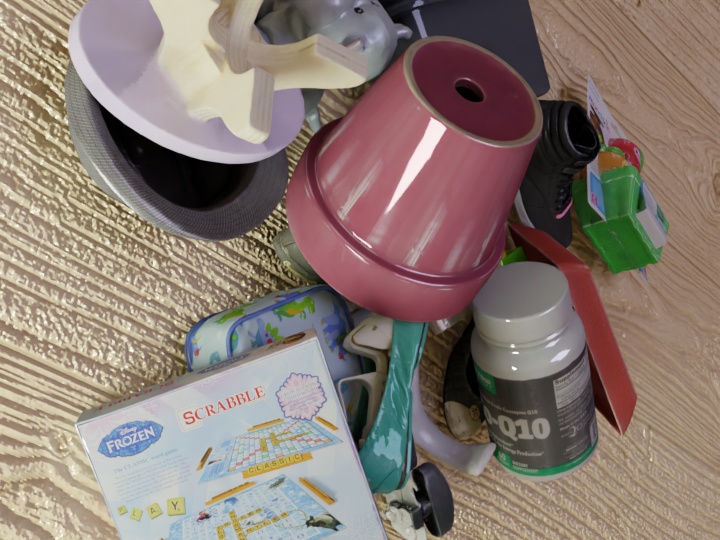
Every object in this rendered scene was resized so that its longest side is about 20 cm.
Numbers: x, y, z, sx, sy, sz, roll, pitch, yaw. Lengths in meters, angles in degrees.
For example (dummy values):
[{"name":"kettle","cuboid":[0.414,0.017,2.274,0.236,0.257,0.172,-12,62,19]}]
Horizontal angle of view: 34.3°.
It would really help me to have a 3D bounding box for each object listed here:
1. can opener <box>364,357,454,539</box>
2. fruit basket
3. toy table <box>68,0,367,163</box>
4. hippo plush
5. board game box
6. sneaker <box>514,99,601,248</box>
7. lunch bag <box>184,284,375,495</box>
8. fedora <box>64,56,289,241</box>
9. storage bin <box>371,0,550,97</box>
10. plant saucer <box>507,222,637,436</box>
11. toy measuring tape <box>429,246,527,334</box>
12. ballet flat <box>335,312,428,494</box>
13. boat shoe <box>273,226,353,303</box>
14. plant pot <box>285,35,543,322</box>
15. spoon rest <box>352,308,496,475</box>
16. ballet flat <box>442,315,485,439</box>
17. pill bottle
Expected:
[{"name":"can opener","cuboid":[0.037,0.166,1.105,0.066,0.052,0.202,-28,114,-33]},{"name":"fruit basket","cuboid":[0.319,-0.110,1.421,0.185,0.093,0.202,47,44,-42]},{"name":"toy table","cuboid":[-0.102,-0.163,0.873,0.199,0.117,0.186,7,70,-38]},{"name":"hippo plush","cuboid":[-0.055,-0.195,1.013,0.159,0.160,0.202,-30,104,-43]},{"name":"board game box","cuboid":[-0.095,0.173,0.920,0.198,0.041,0.201,-19,100,-3]},{"name":"sneaker","cuboid":[0.222,-0.103,1.291,0.071,0.098,0.201,-50,127,-39]},{"name":"lunch bag","cuboid":[-0.059,0.121,1.018,0.160,0.082,0.202,-23,100,-43]},{"name":"fedora","cuboid":[-0.162,-0.105,0.941,0.200,0.090,0.177,49,50,-13]},{"name":"storage bin","cuboid":[0.088,-0.211,1.164,0.199,0.145,0.136,-22,94,-37]},{"name":"plant saucer","cuboid":[0.231,0.051,1.253,0.036,0.200,0.201,-24,106,-1]},{"name":"toy measuring tape","cuboid":[0.108,0.023,1.201,0.200,0.073,0.074,-33,107,-47]},{"name":"ballet flat","cuboid":[0.016,0.088,1.005,0.070,0.067,0.202,17,66,-21]},{"name":"boat shoe","cuboid":[0.000,-0.003,1.111,0.201,0.060,0.073,28,56,-47]},{"name":"plant pot","cuboid":[0.056,-0.088,0.986,0.198,0.180,0.201,16,46,-17]},{"name":"spoon rest","cuboid":[0.047,0.124,1.152,0.200,0.060,0.100,48,54,-13]},{"name":"ballet flat","cuboid":[0.137,0.088,1.236,0.066,0.056,0.201,45,55,-32]},{"name":"pill bottle","cuboid":[0.170,0.099,1.152,0.113,0.112,0.202,-46,133,-39]}]
